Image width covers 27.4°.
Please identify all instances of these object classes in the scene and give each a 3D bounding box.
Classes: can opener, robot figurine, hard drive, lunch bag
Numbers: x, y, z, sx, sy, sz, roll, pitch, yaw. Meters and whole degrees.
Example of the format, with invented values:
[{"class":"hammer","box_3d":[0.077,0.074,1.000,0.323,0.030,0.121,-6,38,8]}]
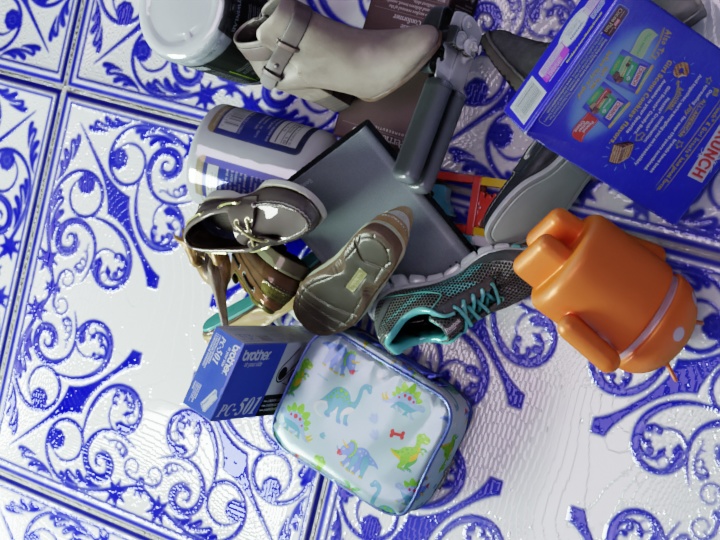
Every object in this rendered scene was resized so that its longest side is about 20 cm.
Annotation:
[{"class":"can opener","box_3d":[0.077,-0.178,1.541,0.066,0.053,0.201,5,73,41]},{"class":"robot figurine","box_3d":[0.252,0.022,1.474,0.199,0.144,0.117,36,105,-5]},{"class":"hard drive","box_3d":[0.016,-0.045,1.584,0.139,0.033,0.200,-35,105,23]},{"class":"lunch bag","box_3d":[0.015,0.161,1.625,0.199,0.082,0.162,29,101,22]}]

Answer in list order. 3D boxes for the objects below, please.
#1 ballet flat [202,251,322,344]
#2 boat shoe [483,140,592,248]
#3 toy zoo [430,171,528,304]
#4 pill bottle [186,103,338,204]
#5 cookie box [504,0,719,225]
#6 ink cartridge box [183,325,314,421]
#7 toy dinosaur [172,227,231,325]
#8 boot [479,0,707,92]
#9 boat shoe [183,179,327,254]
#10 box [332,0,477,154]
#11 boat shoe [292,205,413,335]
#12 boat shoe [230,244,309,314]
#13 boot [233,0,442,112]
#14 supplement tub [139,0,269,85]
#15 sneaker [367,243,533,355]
[{"class":"ballet flat","box_3d":[-0.094,0.042,1.711,0.199,0.069,0.063,-31,108,26]},{"class":"boat shoe","box_3d":[0.200,-0.107,1.545,0.200,0.076,0.060,-41,44,7]},{"class":"toy zoo","box_3d":[0.119,-0.038,1.616,0.199,0.020,0.132,9,93,27]},{"class":"pill bottle","box_3d":[-0.083,-0.107,1.663,0.199,0.120,0.121,17,96,16]},{"class":"cookie box","box_3d":[0.272,-0.165,1.444,0.172,0.199,0.075,-55,23,15]},{"class":"ink cartridge box","box_3d":[-0.109,0.111,1.629,0.044,0.200,0.095,30,102,25]},{"class":"toy dinosaur","box_3d":[-0.165,0.003,1.696,0.060,0.107,0.201,-20,43,6]},{"class":"boot","box_3d":[0.237,-0.252,1.531,0.200,0.072,0.182,-44,46,10]},{"class":"boat shoe","box_3d":[-0.115,-0.051,1.563,0.199,0.060,0.072,-1,130,48]},{"class":"box","box_3d":[0.050,-0.229,1.631,0.100,0.075,0.202,19,99,26]},{"class":"boat shoe","box_3d":[0.000,0.000,1.550,0.072,0.076,0.200,44,138,-5]},{"class":"boat shoe","box_3d":[-0.119,-0.008,1.658,0.072,0.200,0.068,28,95,-20]},{"class":"boot","box_3d":[-0.033,-0.238,1.543,0.199,0.146,0.071,-28,39,40]},{"class":"supplement tub","box_3d":[-0.146,-0.277,1.661,0.122,0.200,0.124,-2,85,28]},{"class":"sneaker","box_3d":[0.103,0.039,1.540,0.199,0.092,0.078,-20,123,14]}]
